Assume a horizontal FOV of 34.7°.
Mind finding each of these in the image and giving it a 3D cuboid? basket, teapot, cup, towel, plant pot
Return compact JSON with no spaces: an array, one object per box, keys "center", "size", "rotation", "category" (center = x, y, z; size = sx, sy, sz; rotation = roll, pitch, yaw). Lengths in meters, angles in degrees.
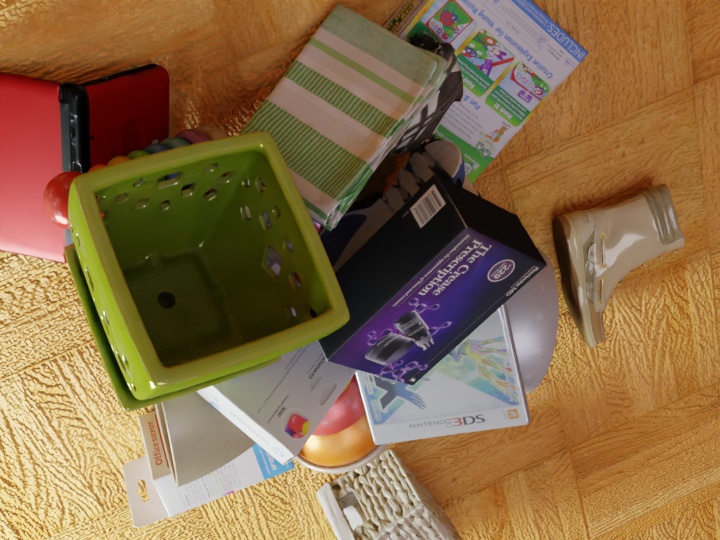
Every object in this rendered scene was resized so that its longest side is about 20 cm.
[{"center":[0.054,0.353,1.544],"size":[0.123,0.136,0.200],"rotation":[-35,127,0],"category":"basket"},{"center":[0.134,0.056,1.347],"size":[0.145,0.197,0.201],"rotation":[4,81,-12],"category":"teapot"},{"center":[-0.155,0.120,1.266],"size":[0.142,0.201,0.201],"rotation":[-13,126,-14],"category":"cup"},{"center":[-0.026,-0.154,1.126],"size":[0.200,0.152,0.023],"rotation":[-54,155,-7],"category":"towel"},{"center":[-0.157,0.012,1.058],"size":[0.198,0.201,0.181],"rotation":[-18,168,-29],"category":"plant pot"}]

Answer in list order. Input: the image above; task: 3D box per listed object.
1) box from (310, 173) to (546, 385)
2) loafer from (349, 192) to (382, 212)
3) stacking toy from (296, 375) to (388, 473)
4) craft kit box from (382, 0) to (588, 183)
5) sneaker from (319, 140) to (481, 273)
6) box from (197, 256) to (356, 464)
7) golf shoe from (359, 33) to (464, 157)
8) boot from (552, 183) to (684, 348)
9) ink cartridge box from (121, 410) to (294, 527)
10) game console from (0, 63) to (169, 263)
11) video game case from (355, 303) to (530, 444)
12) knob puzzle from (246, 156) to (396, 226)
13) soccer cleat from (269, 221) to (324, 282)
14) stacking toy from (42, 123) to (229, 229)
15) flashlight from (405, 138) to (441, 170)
[{"center":[0.063,0.015,1.150],"size":[0.200,0.079,0.141],"rotation":[-45,143,23],"category":"box"},{"center":[0.000,0.000,1.294],"size":[0.073,0.072,0.201],"rotation":[-27,150,-39],"category":"loafer"},{"center":[-0.045,0.128,1.328],"size":[0.145,0.146,0.200],"rotation":[-27,137,-2],"category":"stacking toy"},{"center":[0.112,-0.218,1.236],"size":[0.200,0.049,0.198],"rotation":[32,104,-34],"category":"craft kit box"},{"center":[0.052,-0.032,1.202],"size":[0.199,0.081,0.115],"rotation":[-39,131,10],"category":"sneaker"},{"center":[-0.106,0.074,1.186],"size":[0.200,0.156,0.041],"rotation":[40,148,-4],"category":"box"},{"center":[0.033,-0.141,1.174],"size":[0.200,0.078,0.095],"rotation":[-44,137,-1],"category":"golf shoe"},{"center":[0.329,-0.004,1.441],"size":[0.155,0.073,0.201],"rotation":[-19,122,-4],"category":"boot"},{"center":[-0.191,0.211,1.364],"size":[0.199,0.115,0.068],"rotation":[-21,128,-7],"category":"ink cartridge box"},{"center":[-0.294,-0.115,1.168],"size":[0.172,0.118,0.201],"rotation":[-28,136,-42],"category":"game console"},{"center":[0.080,0.092,1.269],"size":[0.181,0.022,0.201],"rotation":[-10,110,14],"category":"video game case"},{"center":[-0.056,-0.112,1.238],"size":[0.218,0.031,0.220],"rotation":[-13,139,-12],"category":"knob puzzle"},{"center":[-0.059,-0.030,1.245],"size":[0.068,0.073,0.200],"rotation":[8,131,-33],"category":"soccer cleat"},{"center":[-0.218,-0.086,1.126],"size":[0.199,0.085,0.086],"rotation":[-18,131,-39],"category":"stacking toy"},{"center":[0.064,-0.055,1.290],"size":[0.068,0.068,0.201],"rotation":[18,129,-1],"category":"flashlight"}]
